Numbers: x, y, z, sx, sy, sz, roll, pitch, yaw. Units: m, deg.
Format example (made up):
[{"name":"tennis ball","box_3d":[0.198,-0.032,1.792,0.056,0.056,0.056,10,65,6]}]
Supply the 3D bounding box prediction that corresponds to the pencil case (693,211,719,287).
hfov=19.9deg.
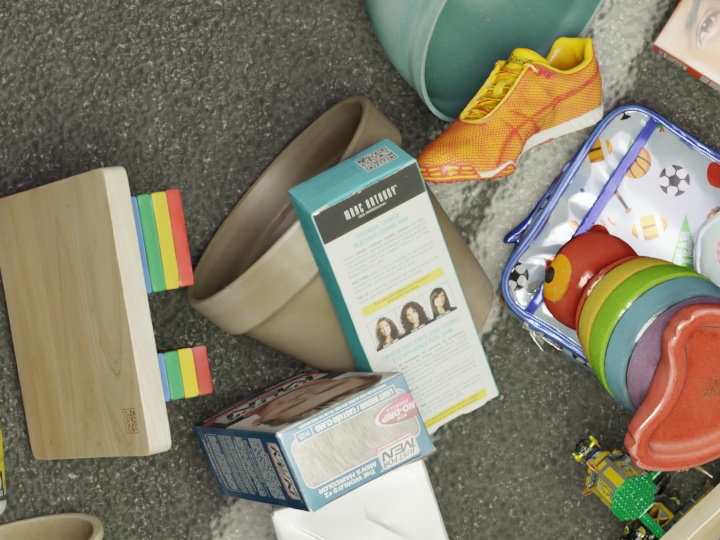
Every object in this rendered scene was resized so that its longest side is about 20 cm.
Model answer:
[{"name":"pencil case","box_3d":[0.325,-0.010,1.507,0.091,0.199,0.083,47,121,28]}]

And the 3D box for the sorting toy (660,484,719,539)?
[{"name":"sorting toy","box_3d":[0.276,0.273,1.501,0.200,0.070,0.199,-42,125,-1]}]

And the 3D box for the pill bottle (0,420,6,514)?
[{"name":"pill bottle","box_3d":[-0.326,0.089,1.539,0.111,0.112,0.202,-4,88,-1]}]

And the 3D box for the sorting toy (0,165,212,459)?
[{"name":"sorting toy","box_3d":[-0.187,0.032,1.514,0.069,0.198,0.202,-10,90,-34]}]

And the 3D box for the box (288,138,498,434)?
[{"name":"box","box_3d":[0.024,0.017,1.415,0.082,0.049,0.201,-28,120,-12]}]

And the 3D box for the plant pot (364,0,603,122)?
[{"name":"plant pot","box_3d":[0.078,-0.230,1.528,0.200,0.200,0.134,-45,62,-2]}]

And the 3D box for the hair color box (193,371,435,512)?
[{"name":"hair color box","box_3d":[-0.037,0.115,1.425,0.100,0.200,0.061,-25,97,-20]}]

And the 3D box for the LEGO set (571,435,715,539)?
[{"name":"LEGO set","box_3d":[0.241,0.119,1.531,0.154,0.116,0.200,36,95,-35]}]

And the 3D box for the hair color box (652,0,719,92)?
[{"name":"hair color box","box_3d":[0.331,-0.161,1.542,0.199,0.064,0.111,32,96,6]}]

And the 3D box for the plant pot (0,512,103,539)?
[{"name":"plant pot","box_3d":[-0.257,0.301,1.507,0.199,0.200,0.185,-17,99,-1]}]

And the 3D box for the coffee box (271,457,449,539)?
[{"name":"coffee box","box_3d":[-0.004,0.173,1.491,0.114,0.200,0.080,-19,96,-2]}]

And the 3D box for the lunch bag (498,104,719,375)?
[{"name":"lunch bag","box_3d":[0.200,-0.016,1.567,0.160,0.076,0.201,34,87,3]}]

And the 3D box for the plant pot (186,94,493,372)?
[{"name":"plant pot","box_3d":[0.000,0.000,1.520,0.173,0.200,0.200,39,88,-15]}]

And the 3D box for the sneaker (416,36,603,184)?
[{"name":"sneaker","box_3d":[0.103,-0.117,1.503,0.073,0.200,0.078,5,118,40]}]

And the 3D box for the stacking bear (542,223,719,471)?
[{"name":"stacking bear","box_3d":[0.196,0.038,1.440,0.113,0.200,0.122,5,114,-30]}]
